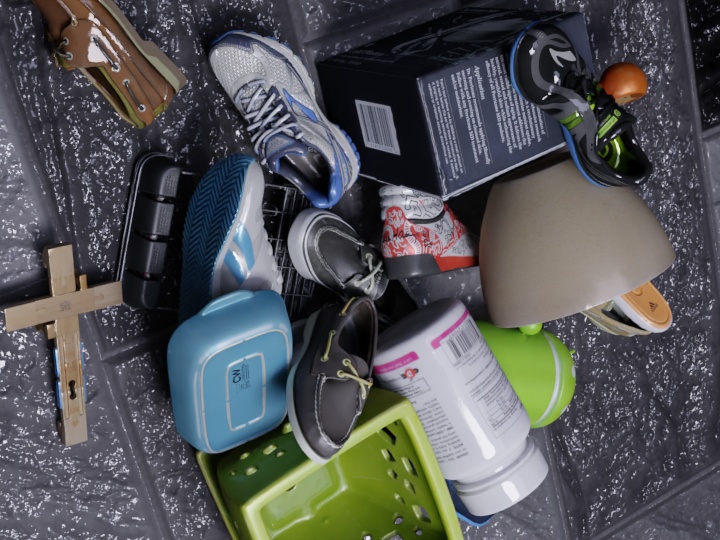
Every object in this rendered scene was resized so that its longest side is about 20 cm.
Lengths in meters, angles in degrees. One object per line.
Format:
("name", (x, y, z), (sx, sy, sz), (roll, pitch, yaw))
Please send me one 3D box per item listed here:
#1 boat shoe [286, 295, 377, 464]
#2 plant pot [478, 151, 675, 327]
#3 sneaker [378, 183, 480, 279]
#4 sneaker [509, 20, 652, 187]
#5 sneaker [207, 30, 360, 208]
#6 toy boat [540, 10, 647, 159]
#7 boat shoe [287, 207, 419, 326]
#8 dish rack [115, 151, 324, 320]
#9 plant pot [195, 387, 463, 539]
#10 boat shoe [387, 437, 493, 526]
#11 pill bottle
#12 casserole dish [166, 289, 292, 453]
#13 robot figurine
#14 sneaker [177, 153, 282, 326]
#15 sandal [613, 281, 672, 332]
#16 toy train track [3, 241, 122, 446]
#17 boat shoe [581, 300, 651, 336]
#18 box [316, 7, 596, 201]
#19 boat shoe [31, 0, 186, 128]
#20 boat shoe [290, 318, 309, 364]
("boat shoe", (-0.021, 0.094, 1.119), (0.061, 0.201, 0.072), (-29, 119, 23))
("plant pot", (0.202, -0.044, 1.219), (0.200, 0.200, 0.135), (-25, 98, -23))
("sneaker", (0.082, -0.053, 1.256), (0.201, 0.067, 0.108), (-11, 95, -60))
("sneaker", (0.206, -0.150, 1.089), (0.071, 0.083, 0.200), (-49, 121, -12))
("sneaker", (-0.073, -0.141, 1.141), (0.077, 0.085, 0.200), (-30, 115, 29))
("toy boat", (0.246, -0.188, 1.299), (0.130, 0.131, 0.200), (-14, 112, 3))
("boat shoe", (0.000, 0.000, 1.220), (0.200, 0.064, 0.071), (42, 70, -49))
("dish rack", (-0.130, -0.026, 1.177), (0.200, 0.055, 0.154), (6, 100, -33))
("plant pot", (-0.042, 0.230, 1.214), (0.200, 0.181, 0.199), (-30, 116, -22))
("boat shoe", (0.094, 0.223, 1.359), (0.069, 0.084, 0.200), (-48, 136, 9))
("pill bottle", (0.100, 0.138, 1.209), (0.113, 0.113, 0.200), (-33, 98, -20))
("casserole dish", (-0.114, 0.101, 1.110), (0.121, 0.039, 0.200), (-22, 140, -23))
("robot figurine", (0.154, 0.116, 1.340), (0.200, 0.116, 0.176), (8, 103, -31))
("sneaker", (-0.116, -0.012, 1.119), (0.081, 0.076, 0.200), (-3, 111, -38))
("sandal", (0.292, -0.020, 1.371), (0.207, 0.059, 0.079), (43, 46, 2))
("toy train track", (-0.280, 0.068, 1.126), (0.115, 0.033, 0.200), (-14, 115, -35))
("boat shoe", (0.276, 0.021, 1.412), (0.200, 0.076, 0.072), (27, 88, -32))
("box", (0.095, -0.173, 1.186), (0.196, 0.200, 0.124), (-24, 113, -24))
("boat shoe", (-0.241, -0.205, 1.055), (0.200, 0.072, 0.068), (42, 79, -31))
("boat shoe", (-0.093, 0.090, 1.217), (0.200, 0.066, 0.070), (-20, 108, -30))
